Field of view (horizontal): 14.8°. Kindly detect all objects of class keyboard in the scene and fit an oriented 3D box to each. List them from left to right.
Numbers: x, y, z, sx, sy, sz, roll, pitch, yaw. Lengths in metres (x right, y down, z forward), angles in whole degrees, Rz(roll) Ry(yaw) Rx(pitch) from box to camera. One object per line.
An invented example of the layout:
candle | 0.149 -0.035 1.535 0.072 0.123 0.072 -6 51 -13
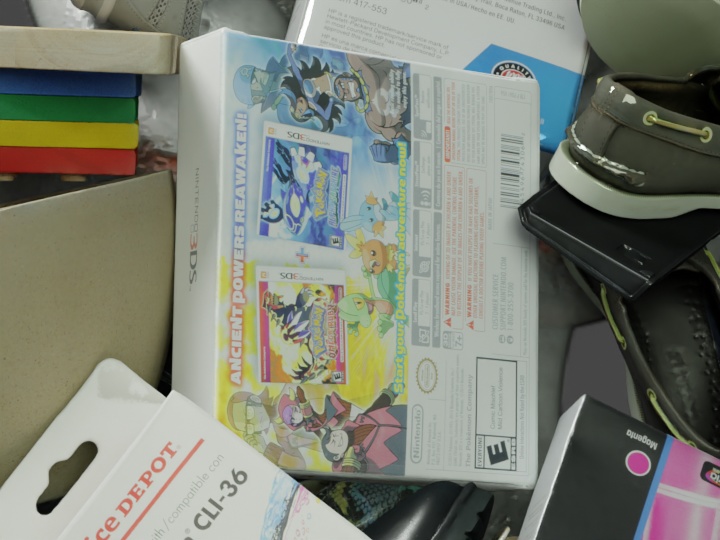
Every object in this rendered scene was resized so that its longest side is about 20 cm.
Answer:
keyboard | 0.164 -0.022 1.361 0.127 0.021 0.200 31 29 16

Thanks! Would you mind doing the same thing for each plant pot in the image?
plant pot | -0.171 0.039 1.271 0.200 0.200 0.135 -13 93 -16

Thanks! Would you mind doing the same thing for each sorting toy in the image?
sorting toy | -0.184 -0.080 1.288 0.199 0.200 0.070 2 94 -2

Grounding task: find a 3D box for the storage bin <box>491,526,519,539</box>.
storage bin | 0.094 0.255 1.300 0.200 0.094 0.199 36 69 1

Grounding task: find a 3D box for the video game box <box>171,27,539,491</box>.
video game box | 0.000 0.000 1.284 0.182 0.047 0.200 8 79 -36

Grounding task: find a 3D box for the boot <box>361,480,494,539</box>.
boot | -0.056 0.142 1.238 0.168 0.076 0.200 32 75 12

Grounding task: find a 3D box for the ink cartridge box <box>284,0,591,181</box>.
ink cartridge box | 0.048 -0.157 1.426 0.146 0.086 0.200 17 69 -7

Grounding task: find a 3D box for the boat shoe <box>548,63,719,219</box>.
boat shoe | 0.179 -0.068 1.368 0.202 0.060 0.072 -7 39 -44

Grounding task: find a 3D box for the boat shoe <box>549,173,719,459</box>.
boat shoe | 0.154 0.010 1.409 0.072 0.061 0.201 -15 77 -17

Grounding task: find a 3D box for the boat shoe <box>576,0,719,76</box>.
boat shoe | 0.175 -0.129 1.415 0.200 0.071 0.063 23 52 -45

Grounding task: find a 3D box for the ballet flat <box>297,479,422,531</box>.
ballet flat | -0.055 0.153 1.323 0.200 0.074 0.074 -32 82 -21

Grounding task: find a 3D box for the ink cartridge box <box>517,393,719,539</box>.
ink cartridge box | 0.110 0.162 1.265 0.095 0.037 0.200 26 61 -6

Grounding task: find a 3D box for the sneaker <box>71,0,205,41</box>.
sneaker | -0.061 -0.189 1.428 0.082 0.075 0.200 41 80 -5

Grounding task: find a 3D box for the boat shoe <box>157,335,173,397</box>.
boat shoe | -0.021 0.052 1.353 0.199 0.068 0.074 14 70 -8

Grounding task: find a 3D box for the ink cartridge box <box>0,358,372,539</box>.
ink cartridge box | -0.065 0.133 1.162 0.200 0.067 0.116 37 83 7
